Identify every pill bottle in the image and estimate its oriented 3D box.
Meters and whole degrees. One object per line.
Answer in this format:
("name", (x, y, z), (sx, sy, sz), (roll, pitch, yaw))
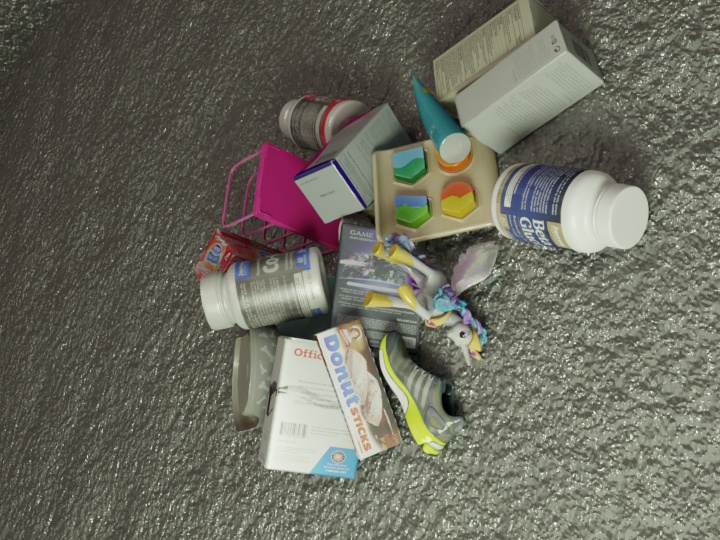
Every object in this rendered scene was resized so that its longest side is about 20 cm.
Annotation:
("pill bottle", (-0.070, -0.276, 1.758), (0.200, 0.110, 0.111), (21, 87, 51))
("pill bottle", (-0.156, 0.034, 1.531), (0.199, 0.114, 0.114), (-11, 55, 3))
("pill bottle", (0.283, -0.084, 1.256), (0.200, 0.111, 0.112), (15, 82, 51))

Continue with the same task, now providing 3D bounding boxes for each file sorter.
("file sorter", (-0.136, -0.116, 1.683), (0.125, 0.200, 0.140), (-19, 57, 45))

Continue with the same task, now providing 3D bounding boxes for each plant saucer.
("plant saucer", (-0.074, 0.107, 1.590), (0.201, 0.039, 0.202), (-32, 43, 36))

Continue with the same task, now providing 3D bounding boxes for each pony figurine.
("pony figurine", (0.108, 0.027, 1.366), (0.166, 0.200, 0.194), (-38, 30, 39))

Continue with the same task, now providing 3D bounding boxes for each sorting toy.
("sorting toy", (0.117, -0.136, 1.459), (0.199, 0.037, 0.186), (-9, 60, 12))

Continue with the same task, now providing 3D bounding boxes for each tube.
("tube", (0.118, -0.238, 1.467), (0.050, 0.078, 0.200), (-14, 38, -8))

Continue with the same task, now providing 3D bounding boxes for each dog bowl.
("dog bowl", (-0.181, 0.181, 1.613), (0.200, 0.058, 0.201), (-177, 90, -74))

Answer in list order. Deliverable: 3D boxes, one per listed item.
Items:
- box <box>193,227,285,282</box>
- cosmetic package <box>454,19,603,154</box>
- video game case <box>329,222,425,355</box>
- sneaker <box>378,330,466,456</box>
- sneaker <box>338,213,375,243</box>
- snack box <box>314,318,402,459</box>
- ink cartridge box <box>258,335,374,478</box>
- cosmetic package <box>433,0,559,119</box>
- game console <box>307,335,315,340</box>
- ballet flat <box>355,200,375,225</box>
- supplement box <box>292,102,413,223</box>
("box", (-0.185, 0.013, 1.669), (0.096, 0.199, 0.100), (-56, 39, 16))
("cosmetic package", (0.252, -0.273, 1.399), (0.200, 0.101, 0.072), (-34, 48, 32))
("video game case", (0.029, 0.028, 1.477), (0.019, 0.142, 0.201), (119, 159, -66))
("sneaker", (0.094, 0.170, 1.373), (0.081, 0.074, 0.201), (-35, 63, 17))
("sneaker", (0.000, 0.000, 1.542), (0.081, 0.076, 0.201), (-50, 51, 57))
("snack box", (-0.003, 0.179, 1.403), (0.024, 0.072, 0.201), (163, 87, -77))
("ink cartridge box", (-0.070, 0.211, 1.444), (0.084, 0.144, 0.201), (175, 105, -75))
("cosmetic package", (0.220, -0.333, 1.476), (0.200, 0.087, 0.104), (-29, 50, 38))
("game console", (-0.088, 0.193, 1.601), (0.200, 0.031, 0.178), (-29, 52, 36))
("ballet flat", (0.061, -0.113, 1.574), (0.200, 0.076, 0.064), (-42, 75, 33))
("supplement box", (-0.007, -0.184, 1.577), (0.101, 0.104, 0.200), (-17, 27, 44))
